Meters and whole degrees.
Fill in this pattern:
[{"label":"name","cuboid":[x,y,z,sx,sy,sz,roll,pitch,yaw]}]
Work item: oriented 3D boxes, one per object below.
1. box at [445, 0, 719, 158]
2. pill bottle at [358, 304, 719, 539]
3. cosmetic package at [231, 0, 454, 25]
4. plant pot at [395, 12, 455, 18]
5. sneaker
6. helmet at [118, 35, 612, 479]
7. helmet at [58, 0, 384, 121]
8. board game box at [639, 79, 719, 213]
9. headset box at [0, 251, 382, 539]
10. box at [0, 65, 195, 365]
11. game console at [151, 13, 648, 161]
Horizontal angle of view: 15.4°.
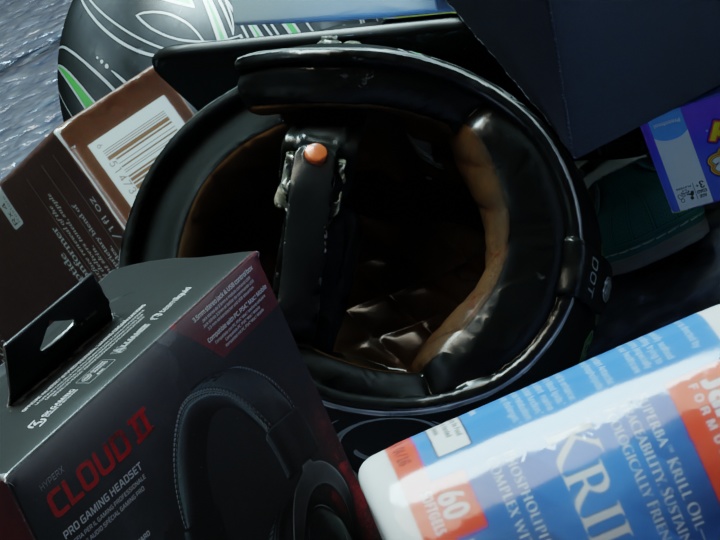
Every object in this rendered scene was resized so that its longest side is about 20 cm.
[{"label":"box","cuboid":[0.119,-0.174,1.075,0.199,0.104,0.182,-28,51,-11]},{"label":"pill bottle","cuboid":[0.109,0.077,0.915,0.199,0.113,0.112,-24,20,-2]},{"label":"cosmetic package","cuboid":[0.060,-0.150,1.269,0.199,0.052,0.150,-10,6,-38]},{"label":"plant pot","cuboid":[0.087,-0.193,1.494,0.186,0.201,0.187,-20,20,8]},{"label":"sneaker","cuboid":[0.100,-0.054,1.300,0.071,0.080,0.200,-27,21,-13]},{"label":"helmet","cuboid":[0.000,0.000,1.113,0.199,0.201,0.191,-26,-5,-11]},{"label":"helmet","cuboid":[-0.068,-0.096,1.436,0.199,0.201,0.191,-28,4,-15]},{"label":"board game box","cuboid":[0.193,-0.103,1.134,0.134,0.045,0.200,-16,23,17]},{"label":"headset box","cuboid":[-0.070,0.100,0.920,0.077,0.201,0.149,-6,25,38]},{"label":"box","cuboid":[-0.135,-0.015,1.329,0.075,0.100,0.200,-36,1,-31]},{"label":"game console","cuboid":[0.033,-0.108,1.222,0.199,0.117,0.176,-3,37,22]}]
